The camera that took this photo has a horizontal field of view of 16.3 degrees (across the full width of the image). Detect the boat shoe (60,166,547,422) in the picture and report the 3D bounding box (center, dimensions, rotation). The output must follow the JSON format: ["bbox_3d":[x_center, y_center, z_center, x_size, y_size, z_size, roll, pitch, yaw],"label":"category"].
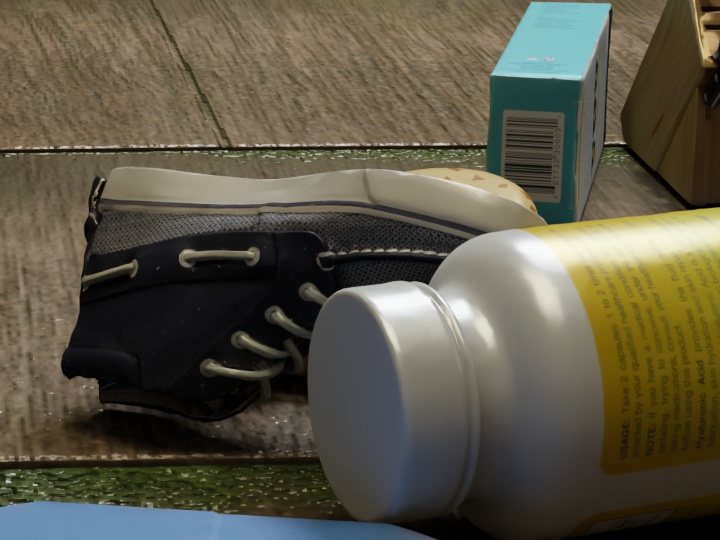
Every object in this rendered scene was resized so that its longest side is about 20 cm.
[{"bbox_3d":[-0.025,0.015,0.972,0.199,0.093,0.075,2,-21,31],"label":"boat shoe"}]

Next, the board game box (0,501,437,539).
[{"bbox_3d":[-0.049,0.114,0.765,0.199,0.039,0.158,4,10,-2],"label":"board game box"}]

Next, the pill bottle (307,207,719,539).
[{"bbox_3d":[0.087,0.037,0.897,0.199,0.112,0.111,-6,19,-25],"label":"pill bottle"}]

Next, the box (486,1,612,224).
[{"bbox_3d":[0.103,-0.087,1.356,0.049,0.083,0.200,4,17,9],"label":"box"}]

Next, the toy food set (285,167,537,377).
[{"bbox_3d":[0.000,0.000,1.117,0.199,0.049,0.198,-2,17,-13],"label":"toy food set"}]

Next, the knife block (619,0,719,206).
[{"bbox_3d":[0.199,-0.131,1.349,0.064,0.177,0.200,0,17,-9],"label":"knife block"}]
